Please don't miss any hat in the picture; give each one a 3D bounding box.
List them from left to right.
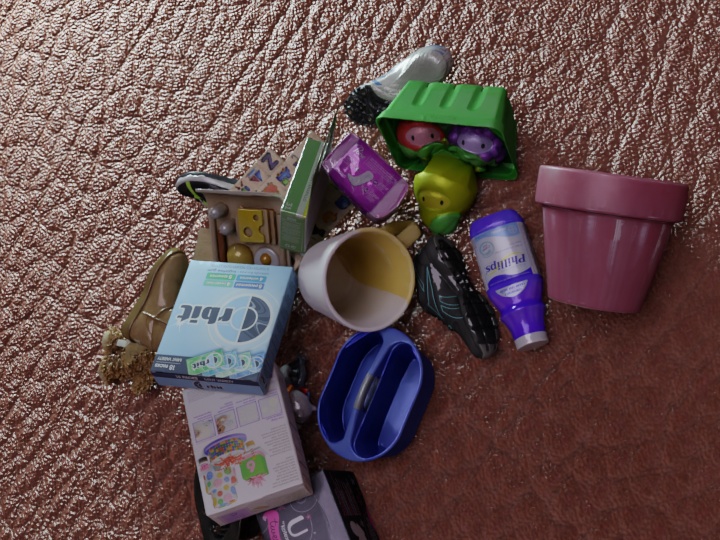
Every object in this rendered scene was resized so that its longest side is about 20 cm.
[{"bbox_3d":[-0.185,0.345,1.638,0.200,0.081,0.202,-11,78,63],"label":"hat"}]

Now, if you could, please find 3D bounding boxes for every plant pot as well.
[{"bbox_3d":[0.330,-0.043,1.465,0.199,0.200,0.180,10,98,25],"label":"plant pot"}]

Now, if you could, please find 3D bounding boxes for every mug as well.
[{"bbox_3d":[-0.004,0.009,1.618,0.153,0.186,0.150,3,100,63],"label":"mug"}]

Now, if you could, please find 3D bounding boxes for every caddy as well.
[{"bbox_3d":[0.021,0.182,1.581,0.141,0.105,0.201,21,87,25],"label":"caddy"}]

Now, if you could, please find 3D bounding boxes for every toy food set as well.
[{"bbox_3d":[-0.186,-0.029,1.692,0.143,0.060,0.201,4,109,24],"label":"toy food set"}]

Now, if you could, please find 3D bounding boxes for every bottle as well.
[{"bbox_3d":[0.220,0.015,1.556,0.083,0.065,0.201,-20,71,17],"label":"bottle"}]

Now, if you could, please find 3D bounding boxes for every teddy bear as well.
[{"bbox_3d":[-0.353,0.134,1.785,0.199,0.067,0.145,-26,54,19],"label":"teddy bear"}]

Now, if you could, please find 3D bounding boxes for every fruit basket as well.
[{"bbox_3d":[0.127,-0.165,1.604,0.215,0.156,0.216,-9,58,15],"label":"fruit basket"}]

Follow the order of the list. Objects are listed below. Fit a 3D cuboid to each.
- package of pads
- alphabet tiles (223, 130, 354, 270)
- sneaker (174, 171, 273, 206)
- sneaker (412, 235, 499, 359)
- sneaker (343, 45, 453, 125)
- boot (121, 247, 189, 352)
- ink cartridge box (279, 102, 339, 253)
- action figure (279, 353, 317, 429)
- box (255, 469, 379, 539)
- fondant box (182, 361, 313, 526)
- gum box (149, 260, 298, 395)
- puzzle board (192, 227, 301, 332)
[{"bbox_3d":[0.010,-0.131,1.594,0.120,0.200,0.076,43,91,1],"label":"package of pads"},{"bbox_3d":[-0.108,-0.117,1.723,0.167,0.008,0.200,42,89,7],"label":"alphabet tiles"},{"bbox_3d":[-0.226,-0.108,1.773,0.199,0.072,0.083,10,81,25],"label":"sneaker"},{"bbox_3d":[0.137,0.048,1.593,0.079,0.075,0.201,-40,63,32],"label":"sneaker"},{"bbox_3d":[0.062,-0.288,1.703,0.199,0.072,0.072,-26,95,29],"label":"sneaker"},{"bbox_3d":[-0.256,0.076,1.689,0.199,0.066,0.176,23,83,26],"label":"boot"},{"bbox_3d":[-0.077,-0.137,1.598,0.048,0.200,0.146,14,59,4],"label":"ink cartridge box"},{"bbox_3d":[-0.155,0.223,1.655,0.193,0.104,0.201,-5,75,32],"label":"action figure"},{"bbox_3d":[-0.051,0.405,1.557,0.132,0.115,0.201,-29,68,15],"label":"box"},{"bbox_3d":[-0.164,0.245,1.549,0.144,0.058,0.201,-19,58,3],"label":"fondant box"},{"bbox_3d":[-0.198,0.081,1.598,0.169,0.045,0.201,4,54,16],"label":"gum box"},{"bbox_3d":[-0.192,0.014,1.763,0.199,0.017,0.151,7,80,24],"label":"puzzle board"}]
